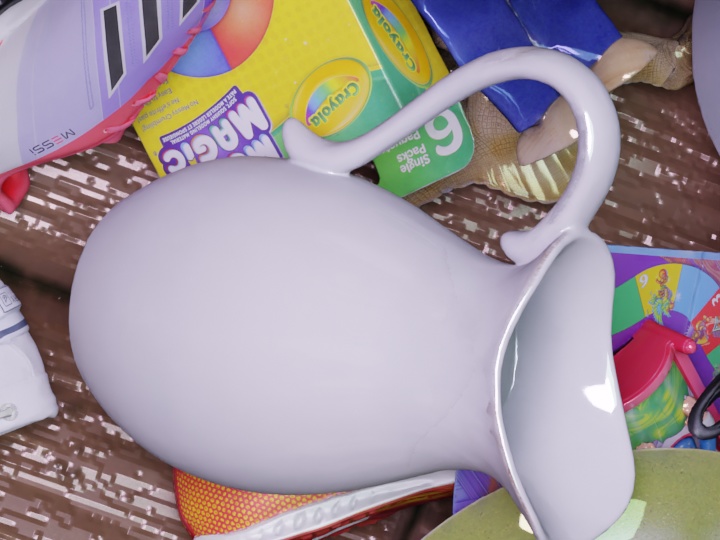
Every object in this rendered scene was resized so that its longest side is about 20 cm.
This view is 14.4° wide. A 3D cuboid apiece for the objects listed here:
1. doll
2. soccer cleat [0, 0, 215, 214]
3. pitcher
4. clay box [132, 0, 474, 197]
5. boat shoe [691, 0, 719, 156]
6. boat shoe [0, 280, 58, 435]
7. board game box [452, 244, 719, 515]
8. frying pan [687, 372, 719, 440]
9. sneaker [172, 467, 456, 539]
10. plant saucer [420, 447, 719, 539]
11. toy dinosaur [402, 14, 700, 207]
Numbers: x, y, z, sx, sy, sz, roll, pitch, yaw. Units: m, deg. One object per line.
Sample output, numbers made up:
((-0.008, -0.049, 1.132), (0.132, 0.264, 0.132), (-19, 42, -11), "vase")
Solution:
((0.029, -0.141, 1.057), (0.200, 0.048, 0.136), (53, 49, -11), "doll")
((-0.093, -0.088, 1.052), (0.200, 0.068, 0.073), (-29, 112, 35), "soccer cleat")
((0.000, 0.000, 1.013), (0.200, 0.121, 0.172), (10, 95, 33), "pitcher")
((-0.049, -0.106, 1.080), (0.115, 0.048, 0.200), (-25, 94, 33), "clay box")
((0.174, -0.057, 1.090), (0.057, 0.069, 0.200), (14, 50, -26), "boat shoe")
((-0.207, 0.076, 1.072), (0.200, 0.074, 0.067), (-29, 92, -8), "boat shoe")
((0.128, 0.073, 1.095), (0.200, 0.039, 0.158), (4, 102, -36), "board game box")
((0.175, -0.005, 1.106), (0.190, 0.031, 0.115), (-11, 63, -39), "frying pan")
((0.023, 0.056, 1.112), (0.200, 0.073, 0.077), (-14, 79, -13), "sneaker")
((0.095, 0.149, 1.080), (0.200, 0.031, 0.200), (-8, 133, -9), "plant saucer")
((0.050, -0.068, 1.120), (0.200, 0.058, 0.101), (-30, 96, -7), "toy dinosaur")
